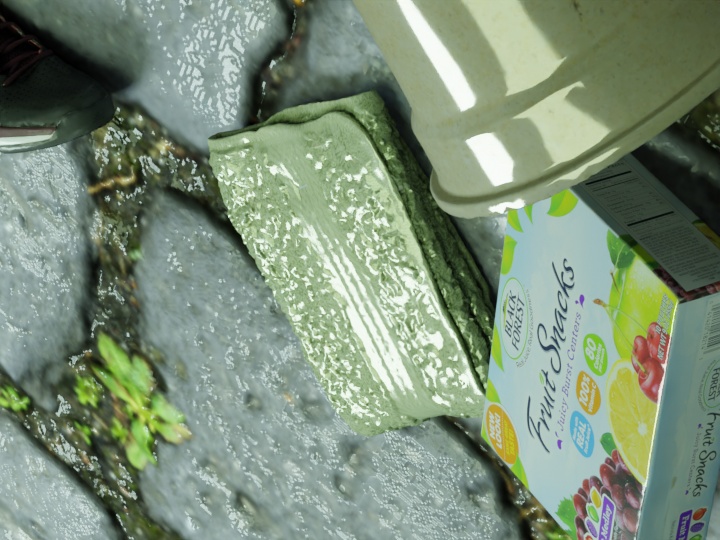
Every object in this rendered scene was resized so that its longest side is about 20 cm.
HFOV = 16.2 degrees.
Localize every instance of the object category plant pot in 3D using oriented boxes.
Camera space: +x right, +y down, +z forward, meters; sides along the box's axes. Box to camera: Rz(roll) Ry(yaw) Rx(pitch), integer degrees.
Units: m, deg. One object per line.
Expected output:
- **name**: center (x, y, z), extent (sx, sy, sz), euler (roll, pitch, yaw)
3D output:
- **plant pot**: center (0.062, -0.156, 1.077), extent (0.200, 0.200, 0.183), euler (-17, 117, 48)

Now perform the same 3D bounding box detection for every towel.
- **towel**: center (0.000, 0.000, 1.401), extent (0.148, 0.036, 0.200), euler (-14, 108, 48)

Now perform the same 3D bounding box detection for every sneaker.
- **sneaker**: center (-0.233, -0.140, 1.491), extent (0.200, 0.076, 0.116), euler (13, 123, 38)

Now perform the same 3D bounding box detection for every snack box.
- **snack box**: center (0.125, 0.045, 1.269), extent (0.142, 0.053, 0.200), euler (50, 146, 42)
